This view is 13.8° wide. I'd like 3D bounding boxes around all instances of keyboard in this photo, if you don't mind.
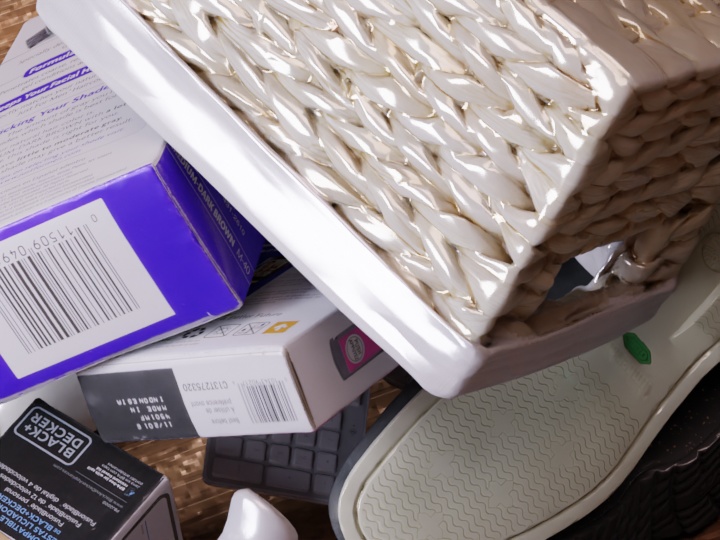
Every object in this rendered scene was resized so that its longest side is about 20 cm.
[{"bbox_3d":[-0.019,-0.008,1.098,0.056,0.011,0.200,13,62,-11],"label":"keyboard"}]

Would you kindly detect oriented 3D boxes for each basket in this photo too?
[{"bbox_3d":[0.022,-0.078,0.939,0.200,0.123,0.136,43,32,20],"label":"basket"}]

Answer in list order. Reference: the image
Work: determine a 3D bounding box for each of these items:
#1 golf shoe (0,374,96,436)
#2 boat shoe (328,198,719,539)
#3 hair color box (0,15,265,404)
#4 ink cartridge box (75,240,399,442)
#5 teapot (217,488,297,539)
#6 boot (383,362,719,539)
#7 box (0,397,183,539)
[{"bbox_3d":[-0.061,0.014,1.113,0.088,0.077,0.200,40,66,23],"label":"golf shoe"},{"bbox_3d":[0.065,0.038,1.024,0.200,0.072,0.068,-40,14,-22],"label":"boat shoe"},{"bbox_3d":[-0.082,-0.041,1.035,0.109,0.065,0.200,-22,26,21],"label":"hair color box"},{"bbox_3d":[0.000,0.000,1.024,0.095,0.037,0.200,-6,22,40],"label":"ink cartridge box"},{"bbox_3d":[-0.067,0.201,0.869,0.146,0.200,0.197,-12,64,-38],"label":"teapot"},{"bbox_3d":[0.048,0.066,1.073,0.200,0.070,0.132,-32,54,-30],"label":"boot"},{"bbox_3d":[-0.141,0.154,0.993,0.060,0.117,0.200,30,60,22],"label":"box"}]
